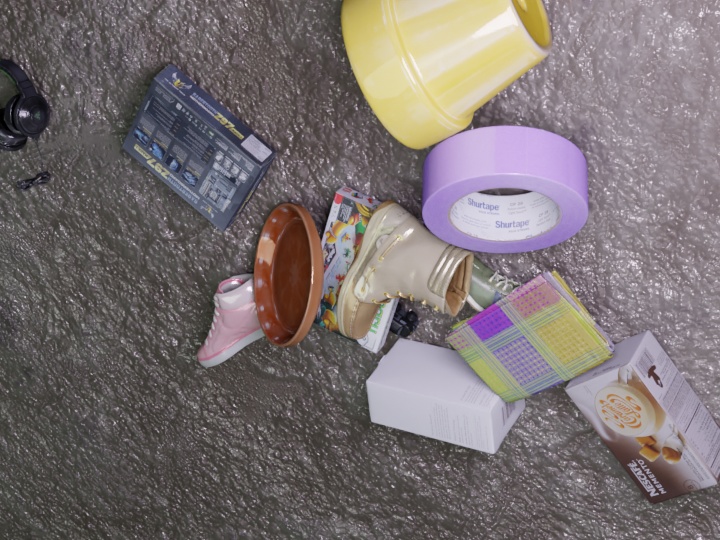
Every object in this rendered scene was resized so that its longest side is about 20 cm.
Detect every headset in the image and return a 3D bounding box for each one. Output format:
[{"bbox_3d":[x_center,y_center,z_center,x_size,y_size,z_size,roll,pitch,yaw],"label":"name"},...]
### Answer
[{"bbox_3d":[-0.537,-0.223,2.015,0.123,0.094,0.202,-24,96,43],"label":"headset"}]

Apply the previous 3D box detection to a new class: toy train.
[{"bbox_3d":[-0.006,0.034,1.873,0.199,0.046,0.034,33,135,10],"label":"toy train"}]

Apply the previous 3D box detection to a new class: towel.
[{"bbox_3d":[0.219,0.091,1.690,0.144,0.023,0.199,47,132,-10],"label":"towel"}]

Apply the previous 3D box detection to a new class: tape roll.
[{"bbox_3d":[0.172,-0.093,1.566,0.197,0.066,0.201,3,155,1],"label":"tape roll"}]

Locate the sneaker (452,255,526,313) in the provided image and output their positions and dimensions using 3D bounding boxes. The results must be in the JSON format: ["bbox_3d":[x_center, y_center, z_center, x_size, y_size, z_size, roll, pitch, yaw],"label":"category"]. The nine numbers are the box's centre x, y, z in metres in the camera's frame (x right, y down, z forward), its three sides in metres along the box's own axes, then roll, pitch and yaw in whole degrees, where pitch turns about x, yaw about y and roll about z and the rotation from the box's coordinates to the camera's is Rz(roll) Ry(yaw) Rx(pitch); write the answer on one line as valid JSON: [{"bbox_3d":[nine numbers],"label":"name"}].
[{"bbox_3d":[0.209,0.038,1.720,0.201,0.067,0.090,48,127,-6],"label":"sneaker"}]

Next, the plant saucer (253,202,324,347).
[{"bbox_3d":[-0.099,0.007,1.850,0.200,0.032,0.203,-8,81,62],"label":"plant saucer"}]

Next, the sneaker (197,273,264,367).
[{"bbox_3d":[-0.201,0.069,2.013,0.199,0.076,0.105,-30,107,36],"label":"sneaker"}]

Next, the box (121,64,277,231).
[{"bbox_3d":[-0.233,-0.173,1.872,0.199,0.051,0.158,40,135,2],"label":"box"}]

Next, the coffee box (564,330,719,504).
[{"bbox_3d":[0.376,0.193,1.702,0.114,0.080,0.201,-28,104,44],"label":"coffee box"}]

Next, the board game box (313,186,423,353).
[{"bbox_3d":[0.000,0.000,1.811,0.125,0.035,0.202,24,116,14],"label":"board game box"}]

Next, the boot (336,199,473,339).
[{"bbox_3d":[0.059,0.030,1.720,0.155,0.072,0.202,32,113,26],"label":"boot"}]

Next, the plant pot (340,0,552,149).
[{"bbox_3d":[0.107,-0.266,1.482,0.187,0.201,0.202,-22,109,26],"label":"plant pot"}]

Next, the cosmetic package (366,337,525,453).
[{"bbox_3d":[0.119,0.174,1.846,0.198,0.113,0.082,11,128,30],"label":"cosmetic package"}]
